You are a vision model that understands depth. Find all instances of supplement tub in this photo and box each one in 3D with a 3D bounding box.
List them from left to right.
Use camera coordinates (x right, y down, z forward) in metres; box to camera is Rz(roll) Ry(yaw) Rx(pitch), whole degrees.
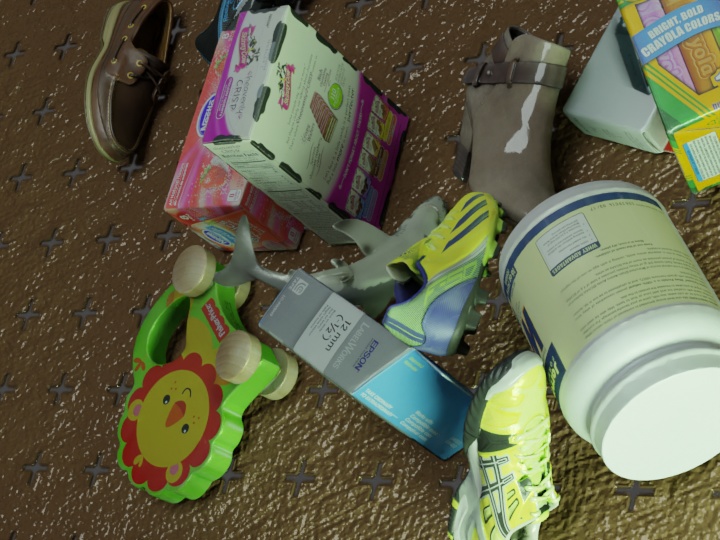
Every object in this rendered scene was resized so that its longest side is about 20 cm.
[{"bbox_3d":[0.203,0.045,1.486,0.145,0.145,0.200,-36,47,14],"label":"supplement tub"}]

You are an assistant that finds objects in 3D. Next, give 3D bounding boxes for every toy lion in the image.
[{"bbox_3d":[-0.159,0.106,1.797,0.192,0.069,0.200,-46,45,16],"label":"toy lion"}]

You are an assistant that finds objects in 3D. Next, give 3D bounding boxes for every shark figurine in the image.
[{"bbox_3d":[-0.014,0.013,1.705,0.214,0.090,0.128,-11,53,-12],"label":"shark figurine"}]

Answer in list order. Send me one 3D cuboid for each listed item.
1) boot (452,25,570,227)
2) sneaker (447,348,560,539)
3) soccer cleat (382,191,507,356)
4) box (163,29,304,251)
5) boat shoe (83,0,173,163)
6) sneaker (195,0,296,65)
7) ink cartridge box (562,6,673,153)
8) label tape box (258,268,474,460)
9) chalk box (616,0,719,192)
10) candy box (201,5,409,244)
[{"bbox_3d":[0.142,-0.125,1.666,0.200,0.070,0.147,43,114,54],"label":"boot"},{"bbox_3d":[0.123,0.147,1.487,0.076,0.201,0.075,32,45,33],"label":"sneaker"},{"bbox_3d":[0.066,-0.009,1.553,0.200,0.083,0.065,-71,-1,-53],"label":"soccer cleat"},{"bbox_3d":[-0.098,-0.127,1.862,0.102,0.095,0.201,-1,64,39],"label":"box"},{"bbox_3d":[-0.238,-0.207,2.037,0.067,0.072,0.201,-16,53,32],"label":"boat shoe"},{"bbox_3d":[-0.099,-0.291,1.979,0.082,0.073,0.200,29,83,45],"label":"sneaker"},{"bbox_3d":[0.288,-0.191,1.638,0.173,0.044,0.201,20,77,45],"label":"ink cartridge box"},{"bbox_3d":[0.027,0.091,1.595,0.066,0.143,0.200,-52,45,-1],"label":"label tape box"},{"bbox_3d":[0.278,-0.189,1.540,0.124,0.125,0.201,-23,62,11],"label":"chalk box"},{"bbox_3d":[-0.046,-0.127,1.747,0.061,0.200,0.137,-2,62,36],"label":"candy box"}]
